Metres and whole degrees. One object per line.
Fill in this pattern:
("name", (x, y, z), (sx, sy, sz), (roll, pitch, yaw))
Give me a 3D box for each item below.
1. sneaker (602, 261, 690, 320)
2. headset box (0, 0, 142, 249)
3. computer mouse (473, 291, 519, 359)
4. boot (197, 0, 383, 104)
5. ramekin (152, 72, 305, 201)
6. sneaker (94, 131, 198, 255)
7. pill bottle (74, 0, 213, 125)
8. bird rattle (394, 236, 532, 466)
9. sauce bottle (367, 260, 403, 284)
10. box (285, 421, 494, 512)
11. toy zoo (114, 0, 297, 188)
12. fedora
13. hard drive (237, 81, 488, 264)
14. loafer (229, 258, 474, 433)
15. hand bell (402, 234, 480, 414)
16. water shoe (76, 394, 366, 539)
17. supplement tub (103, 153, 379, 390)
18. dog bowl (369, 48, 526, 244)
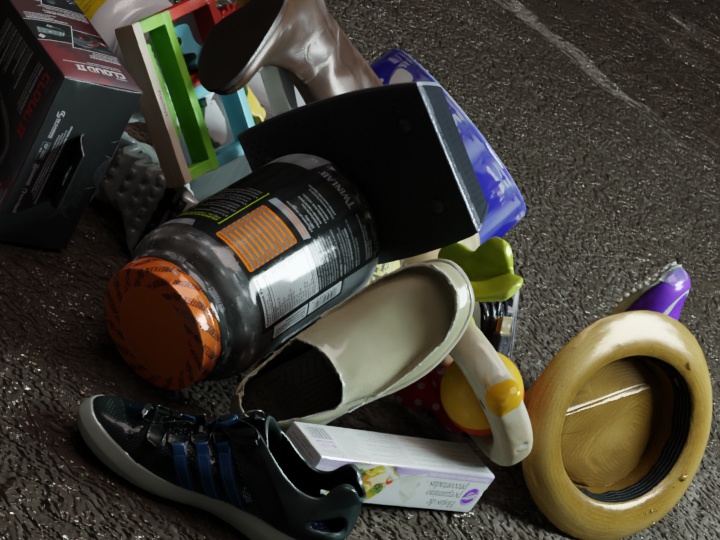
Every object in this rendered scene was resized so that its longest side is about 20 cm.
("sneaker", (0.242, 0.081, 1.741), (0.100, 0.200, 0.069), (44, 47, 17))
("headset box", (-0.255, -0.124, 1.596), (0.075, 0.149, 0.200), (8, 33, -41))
("computer mouse", (0.107, 0.061, 1.765), (0.044, 0.110, 0.200), (6, 10, 5))
("boot", (-0.042, -0.141, 1.701), (0.200, 0.064, 0.187), (61, 42, -35))
("ramekin", (-0.078, -0.089, 1.809), (0.200, 0.098, 0.201), (26, 24, -12))
("sneaker", (-0.158, -0.052, 1.678), (0.081, 0.075, 0.200), (17, 26, -50))
("pill bottle", (-0.217, -0.186, 1.736), (0.200, 0.115, 0.114), (20, 11, 40))
("bird rattle", (0.073, 0.080, 1.574), (0.112, 0.200, 0.163), (-22, 55, -17))
("sauce bottle", (0.000, 0.000, 1.682), (0.066, 0.066, 0.201), (25, 46, -15))
("box", (0.017, 0.143, 1.508), (0.200, 0.039, 0.041), (12, 30, -49))
("toy zoo", (-0.110, -0.158, 1.672), (0.200, 0.020, 0.132), (-35, 110, -52))
("fedora", (0.190, 0.117, 1.660), (0.200, 0.202, 0.082), (13, 2, -37))
("hard drive", (0.004, -0.073, 1.592), (0.042, 0.200, 0.135), (-34, 105, -43))
("loafer", (-0.007, 0.062, 1.467), (0.076, 0.200, 0.068), (54, 5, 7))
("hand bell", (0.057, 0.044, 1.753), (0.104, 0.104, 0.200), (22, 37, -21))
("water shoe", (-0.090, 0.119, 1.395), (0.199, 0.079, 0.072), (28, 22, -7))
("supplement tub", (-0.088, 0.002, 1.539), (0.122, 0.123, 0.200), (39, 43, 18))
("dog bowl", (0.061, -0.103, 1.913), (0.200, 0.079, 0.200), (51, -3, 4))
